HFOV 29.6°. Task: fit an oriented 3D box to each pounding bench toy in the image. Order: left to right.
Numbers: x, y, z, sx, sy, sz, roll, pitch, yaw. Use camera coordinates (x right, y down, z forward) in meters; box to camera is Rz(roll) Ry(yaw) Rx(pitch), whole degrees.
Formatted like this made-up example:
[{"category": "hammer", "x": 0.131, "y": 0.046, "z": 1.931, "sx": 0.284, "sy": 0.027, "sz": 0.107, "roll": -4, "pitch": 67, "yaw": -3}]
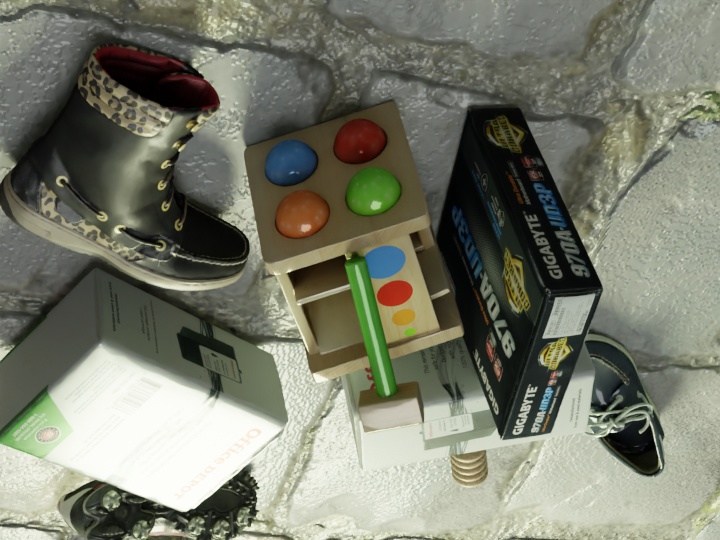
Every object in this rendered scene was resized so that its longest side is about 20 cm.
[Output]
[{"category": "pounding bench toy", "x": 0.000, "y": 0.000, "z": 1.005, "sx": 0.123, "sy": 0.201, "sz": 0.157, "roll": -17, "pitch": 137, "yaw": 3}]

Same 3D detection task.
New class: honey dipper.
[{"category": "honey dipper", "x": 0.096, "y": 0.131, "z": 1.283, "sx": 0.037, "sy": 0.038, "sz": 0.201, "roll": -13, "pitch": 135, "yaw": -2}]

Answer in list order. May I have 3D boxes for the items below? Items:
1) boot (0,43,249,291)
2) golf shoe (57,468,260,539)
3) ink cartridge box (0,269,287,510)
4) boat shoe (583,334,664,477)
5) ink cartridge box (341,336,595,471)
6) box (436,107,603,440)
[{"category": "boot", "x": -0.144, "y": -0.072, "z": 0.991, "sx": 0.198, "sy": 0.074, "sz": 0.151, "roll": 21, "pitch": 126, "yaw": -25}, {"category": "golf shoe", "x": -0.185, "y": 0.212, "z": 1.274, "sx": 0.198, "sy": 0.078, "sz": 0.088, "roll": 5, "pitch": 178, "yaw": -41}, {"category": "ink cartridge box", "x": -0.181, "y": 0.106, "z": 1.136, "sx": 0.146, "sy": 0.084, "sz": 0.199, "roll": -40, "pitch": 131, "yaw": 24}, {"category": "boat shoe", "x": 0.242, "y": 0.134, "z": 1.306, "sx": 0.074, "sy": 0.062, "sz": 0.200, "roll": -24, "pitch": 135, "yaw": 12}, {"category": "ink cartridge box", "x": 0.079, "y": 0.073, "z": 1.141, "sx": 0.197, "sy": 0.148, "sz": 0.084, "roll": -9, "pitch": 138, "yaw": -5}, {"category": "box", "x": 0.114, "y": -0.001, "z": 1.036, "sx": 0.045, "sy": 0.201, "sz": 0.160, "roll": -4, "pitch": 137, "yaw": -15}]
